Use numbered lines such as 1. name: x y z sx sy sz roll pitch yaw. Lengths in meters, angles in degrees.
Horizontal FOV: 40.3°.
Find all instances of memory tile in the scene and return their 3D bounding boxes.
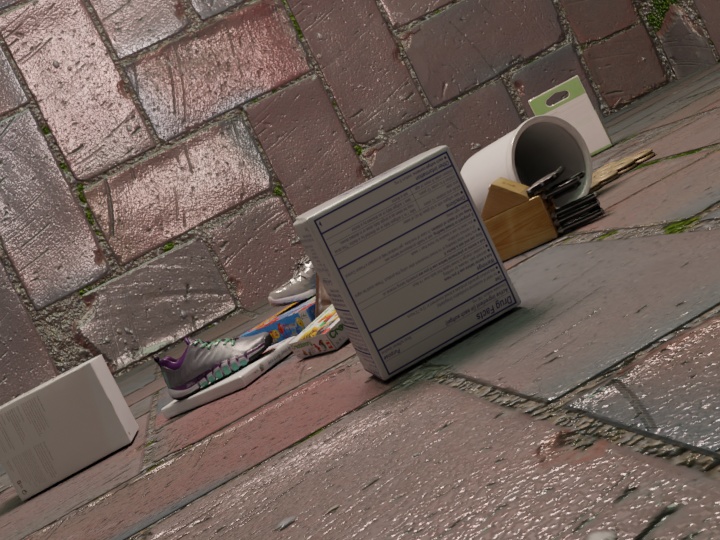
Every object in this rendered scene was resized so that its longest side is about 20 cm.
1. memory tile: 0.452 -0.176 1.870 0.199 0.017 0.153 -30 5 -25

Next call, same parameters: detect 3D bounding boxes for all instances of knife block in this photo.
1. knife block: 0.269 -0.065 1.491 0.064 0.174 0.202 -32 -38 -63

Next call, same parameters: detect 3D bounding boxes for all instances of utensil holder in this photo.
1. utensil holder: 0.289 -0.165 1.753 0.169 0.171 0.200 -29 2 -24

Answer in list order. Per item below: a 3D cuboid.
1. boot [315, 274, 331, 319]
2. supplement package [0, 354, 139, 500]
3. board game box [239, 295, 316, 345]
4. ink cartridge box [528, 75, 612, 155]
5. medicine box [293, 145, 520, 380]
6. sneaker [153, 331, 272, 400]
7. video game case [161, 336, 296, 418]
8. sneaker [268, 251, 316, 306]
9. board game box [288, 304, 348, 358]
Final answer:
1. boot: 0.000 0.000 1.758 0.184 0.202 0.064 -16 -35 12
2. supplement package: -0.502 0.260 1.658 0.199 0.153 0.151 -28 4 -7
3. board game box: -0.098 0.087 1.875 0.195 0.056 0.200 -23 6 39
4. ink cartridge box: 0.536 -0.377 2.503 0.144 0.201 0.048 -25 7 22
5. medicine box: 0.050 -0.008 1.110 0.181 0.202 0.103 -27 6 -11
6. sneaker: -0.249 0.138 1.664 0.199 0.088 0.074 -29 5 -4
7. video game case: -0.224 0.185 1.704 0.199 0.024 0.182 -24 5 33
8. sneaker: -0.105 0.007 1.924 0.199 0.083 0.075 -30 5 -31
9. board game box: -0.013 0.062 1.572 0.200 0.035 0.126 -42 11 -32
